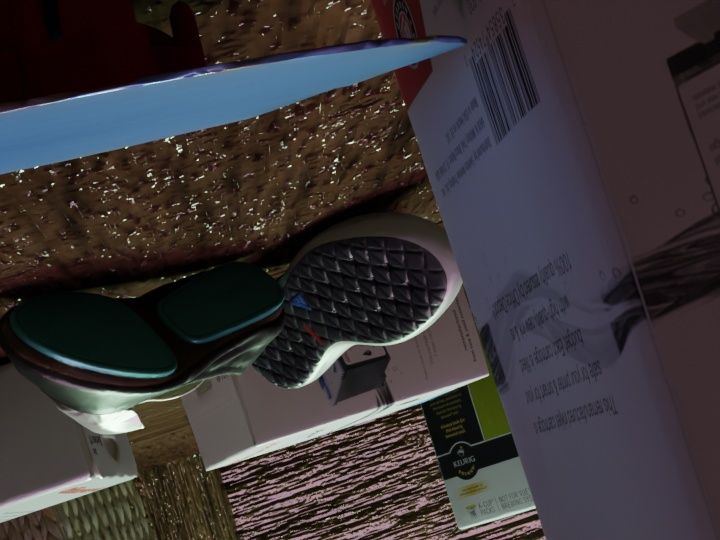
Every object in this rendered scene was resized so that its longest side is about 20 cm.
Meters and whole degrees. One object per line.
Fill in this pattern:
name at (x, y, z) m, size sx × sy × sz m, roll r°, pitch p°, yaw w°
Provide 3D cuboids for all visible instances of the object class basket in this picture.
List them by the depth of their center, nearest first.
basket at (-0.293, 0.253, 1.836) m, size 0.160 × 0.201 × 0.198 m, roll -25°, pitch 173°, yaw 15°

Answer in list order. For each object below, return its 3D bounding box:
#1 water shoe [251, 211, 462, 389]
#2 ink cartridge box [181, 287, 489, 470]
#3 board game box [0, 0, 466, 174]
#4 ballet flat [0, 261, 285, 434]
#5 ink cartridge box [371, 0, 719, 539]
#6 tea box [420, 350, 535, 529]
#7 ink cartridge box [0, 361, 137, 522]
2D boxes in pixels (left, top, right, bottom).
water shoe at (0.000, 0.000, 1.097) m, size 0.079 × 0.072 × 0.200 m, roll -48°, pitch -169°, yaw -35°
ink cartridge box at (-0.024, 0.079, 1.563) m, size 0.199 × 0.086 × 0.146 m, roll -17°, pitch 174°, yaw -22°
board game box at (-0.074, -0.049, 0.466) m, size 0.157 × 0.039 × 0.200 m, roll -13°, pitch -178°, yaw -27°
ballet flat at (-0.110, 0.045, 1.014) m, size 0.199 × 0.068 × 0.069 m, roll -10°, pitch 137°, yaw -53°
ink cartridge box at (0.075, -0.010, 0.477) m, size 0.082 × 0.201 × 0.147 m, roll -17°, pitch 174°, yaw -10°
tea box at (0.167, 0.103, 1.794) m, size 0.199 × 0.198 × 0.133 m, roll -22°, pitch 172°, yaw 39°
ink cartridge box at (-0.249, 0.117, 1.235) m, size 0.199 × 0.084 × 0.147 m, roll -17°, pitch 174°, yaw 1°
